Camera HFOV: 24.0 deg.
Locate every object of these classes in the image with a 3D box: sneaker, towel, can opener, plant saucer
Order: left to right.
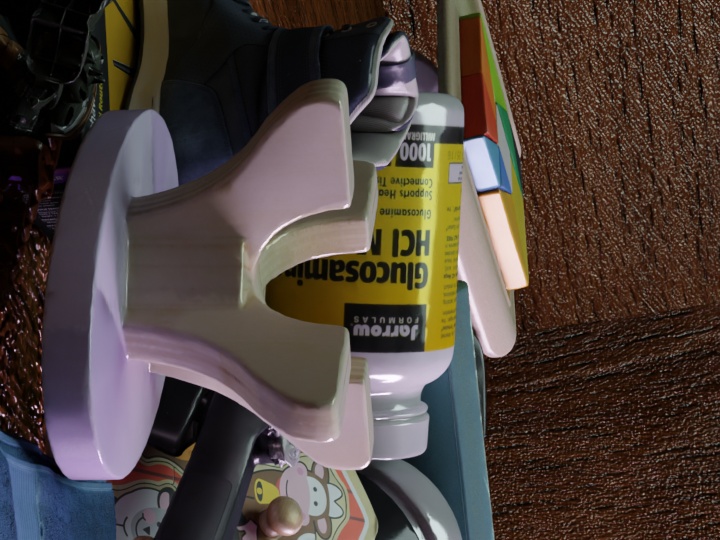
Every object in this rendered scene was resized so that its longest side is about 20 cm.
[{"bbox_3d":[-0.139,0.115,0.638,0.200,0.048,0.113,64,19,-70],"label":"towel"},{"bbox_3d":[-0.074,0.111,0.767,0.064,0.078,0.201,86,11,-45],"label":"can opener"},{"bbox_3d":[-0.043,-0.117,0.880,0.077,0.145,0.204,68,15,-48],"label":"sneaker"},{"bbox_3d":[0.043,0.108,1.016,0.019,0.069,0.202,-11,96,-47],"label":"plant saucer"}]

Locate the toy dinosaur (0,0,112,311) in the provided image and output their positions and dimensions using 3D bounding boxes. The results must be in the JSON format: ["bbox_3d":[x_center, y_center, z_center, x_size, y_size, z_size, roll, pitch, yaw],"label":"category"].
[{"bbox_3d":[-0.139,-0.089,0.712,0.136,0.101,0.202,97,-24,-77],"label":"toy dinosaur"}]

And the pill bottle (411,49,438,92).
[{"bbox_3d":[-0.030,-0.096,1.196,0.199,0.113,0.115,4,-74,55],"label":"pill bottle"}]

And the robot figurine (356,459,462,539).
[{"bbox_3d":[-0.030,0.183,0.948,0.199,0.125,0.151,-27,77,-43],"label":"robot figurine"}]

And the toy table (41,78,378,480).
[{"bbox_3d":[-0.056,0.005,0.714,0.201,0.116,0.185,-85,172,-45],"label":"toy table"}]

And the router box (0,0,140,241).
[{"bbox_3d":[-0.142,-0.113,0.870,0.149,0.051,0.202,63,21,-69],"label":"router box"}]

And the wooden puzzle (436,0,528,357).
[{"bbox_3d":[0.083,-0.074,1.114,0.201,0.037,0.186,-82,159,-45],"label":"wooden puzzle"}]

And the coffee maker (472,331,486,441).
[{"bbox_3d":[-0.015,0.078,1.142,0.200,0.134,0.194,-17,-85,65],"label":"coffee maker"}]

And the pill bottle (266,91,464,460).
[{"bbox_3d":[0.000,0.000,0.954,0.112,0.111,0.202,-37,129,-83],"label":"pill bottle"}]

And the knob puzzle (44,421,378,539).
[{"bbox_3d":[-0.064,0.108,0.844,0.218,0.030,0.221,24,52,-33],"label":"knob puzzle"}]
